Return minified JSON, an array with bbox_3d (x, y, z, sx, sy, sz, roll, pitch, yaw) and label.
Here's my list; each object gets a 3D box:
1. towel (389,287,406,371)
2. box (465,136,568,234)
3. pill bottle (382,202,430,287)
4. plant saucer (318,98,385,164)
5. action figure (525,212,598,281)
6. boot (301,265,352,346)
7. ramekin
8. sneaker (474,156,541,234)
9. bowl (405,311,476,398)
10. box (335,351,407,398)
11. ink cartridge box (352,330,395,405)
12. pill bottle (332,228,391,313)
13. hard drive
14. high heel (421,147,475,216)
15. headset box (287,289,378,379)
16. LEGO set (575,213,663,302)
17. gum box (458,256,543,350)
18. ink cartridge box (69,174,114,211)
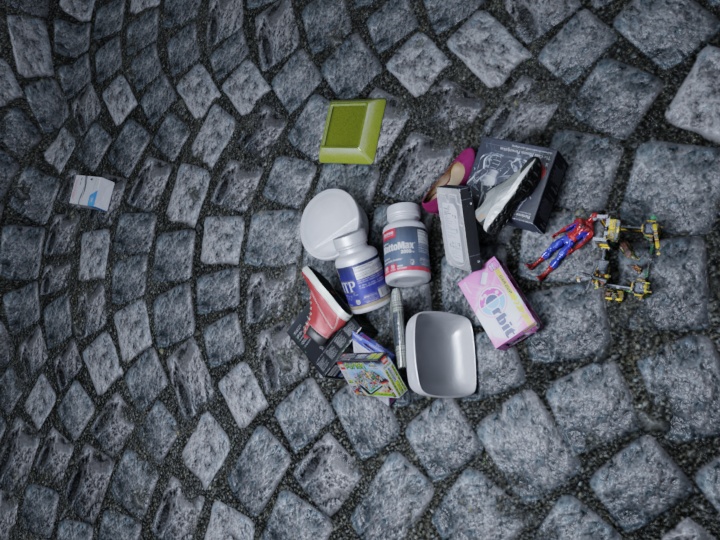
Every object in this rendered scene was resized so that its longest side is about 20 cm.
[{"bbox_3d":[0.098,0.155,1.611,0.034,0.200,0.196,-5,77,0],"label":"towel"},{"bbox_3d":[0.371,-0.208,1.571,0.198,0.104,0.185,18,89,34],"label":"box"},{"bbox_3d":[0.118,-0.067,1.685,0.118,0.119,0.203,-12,72,28],"label":"pill bottle"},{"bbox_3d":[-0.036,-0.419,1.907,0.197,0.048,0.203,8,83,33],"label":"plant saucer"},{"bbox_3d":[0.477,-0.062,1.506,0.200,0.052,0.066,-44,56,13],"label":"action figure"},{"bbox_3d":[-0.127,0.096,1.716,0.144,0.072,0.201,-46,62,15],"label":"boot"},{"bbox_3d":[-0.066,-0.120,1.826,0.200,0.094,0.206,-8,73,30],"label":"ramekin"},{"bbox_3d":[0.336,-0.183,1.484,0.201,0.074,0.079,-51,54,13],"label":"sneaker"},{"bbox_3d":[0.182,0.205,1.546,0.074,0.198,0.203,-20,67,50],"label":"bowl"},{"bbox_3d":[0.024,0.257,1.596,0.199,0.035,0.111,-14,109,57],"label":"box"},{"bbox_3d":[0.036,0.240,1.632,0.119,0.202,0.042,30,54,33],"label":"ink cartridge box"},{"bbox_3d":[0.000,0.000,1.696,0.118,0.120,0.203,-15,99,27],"label":"pill bottle"},{"bbox_3d":[0.238,-0.105,1.574,0.140,0.037,0.203,-150,49,-70],"label":"hard drive"},{"bbox_3d":[0.230,-0.236,1.669,0.067,0.096,0.202,28,94,33],"label":"high heel"},{"bbox_3d":[-0.083,0.165,1.768,0.200,0.092,0.175,43,102,32],"label":"headset box"},{"bbox_3d":[0.567,-0.036,1.399,0.152,0.115,0.203,18,88,33],"label":"LEGO set"},{"bbox_3d":[0.334,0.084,1.544,0.113,0.066,0.202,-38,62,20],"label":"gum box"},{"bbox_3d":[-1.047,-0.300,2.491,0.198,0.066,0.118,9,84,33],"label":"ink cartridge box"}]
